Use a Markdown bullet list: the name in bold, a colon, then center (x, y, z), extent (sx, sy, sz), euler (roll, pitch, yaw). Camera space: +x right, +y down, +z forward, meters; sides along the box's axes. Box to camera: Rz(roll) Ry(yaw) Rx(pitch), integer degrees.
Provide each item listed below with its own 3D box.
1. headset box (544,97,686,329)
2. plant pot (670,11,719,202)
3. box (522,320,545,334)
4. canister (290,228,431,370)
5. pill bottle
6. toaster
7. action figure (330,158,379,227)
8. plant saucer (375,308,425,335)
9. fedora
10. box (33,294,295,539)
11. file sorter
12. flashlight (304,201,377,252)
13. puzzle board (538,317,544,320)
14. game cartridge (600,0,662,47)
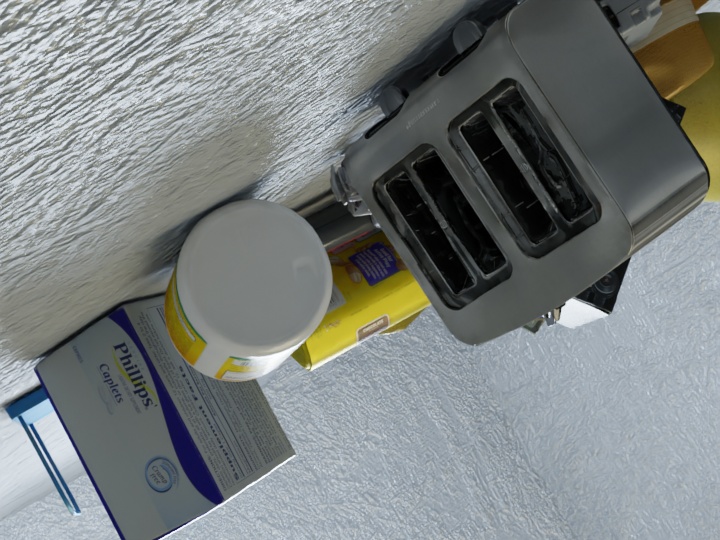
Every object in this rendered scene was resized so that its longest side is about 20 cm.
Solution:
- **headset box**: center (0.192, -0.050, 1.231), extent (0.174, 0.092, 0.202), euler (110, 1, -82)
- **plant pot**: center (0.326, -0.165, 1.450), extent (0.141, 0.202, 0.200), euler (-11, 163, -43)
- **box**: center (0.227, -0.050, 1.571), extent (0.201, 0.046, 0.159), euler (-57, -166, 24)
- **canister**: center (0.000, 0.000, 1.338), extent (0.199, 0.087, 0.148), euler (-28, -144, -18)
- **pill bottle**: center (-0.091, 0.023, 1.062), extent (0.112, 0.113, 0.200), euler (-30, 175, -16)
- **toaster**: center (0.108, -0.063, 0.912), extent (0.118, 0.201, 0.180), euler (-33, 179, -44)
- **action figure**: center (0.039, -0.067, 1.101), extent (0.128, 0.070, 0.200), euler (0, 174, -4)
- **plant saucer**: center (-0.013, 0.020, 1.562), extent (0.198, 0.049, 0.200), euler (-6, -164, 26)
- **fedora**: center (0.266, -0.192, 1.308), extent (0.199, 0.082, 0.201), euler (-31, 175, -3)
- **box**: center (-0.167, 0.125, 1.236), extent (0.104, 0.185, 0.200), euler (-30, 176, 15)
- **file sorter**: center (-0.233, 0.144, 1.406), extent (0.199, 0.123, 0.139), euler (-31, 177, -12)
- **flashlight**: center (-0.012, -0.040, 1.250), extent (0.199, 0.068, 0.068), euler (-28, -153, -23)
- **puzzle board**: center (0.231, -0.017, 1.432), extent (0.199, 0.017, 0.152), euler (-2, 126, -55)
- **game cartridge**: center (0.151, -0.164, 1.153), extent (0.199, 0.042, 0.133), euler (-32, 180, 3)
